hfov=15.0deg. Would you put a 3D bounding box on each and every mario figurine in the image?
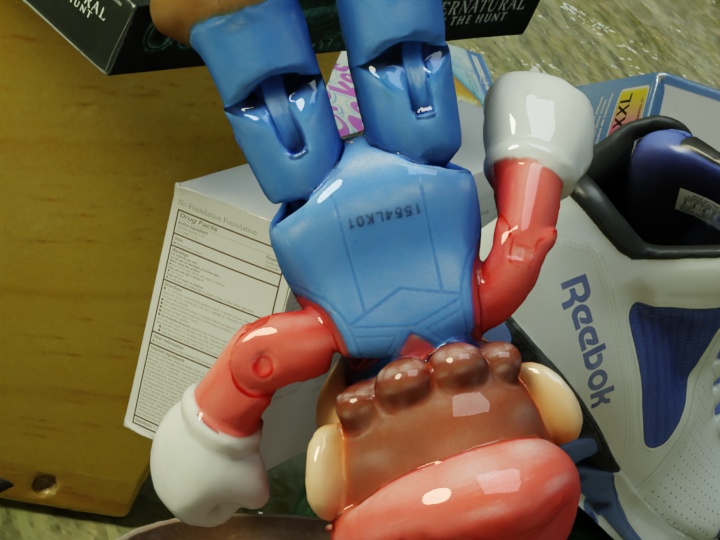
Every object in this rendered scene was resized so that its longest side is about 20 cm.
[{"bbox_3d":[0.002,0.004,0.765,0.123,0.201,0.106,-9,9,29],"label":"mario figurine"}]

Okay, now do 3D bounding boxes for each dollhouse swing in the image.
[{"bbox_3d":[-0.106,-0.052,0.947,0.181,0.200,0.176,12,30,-25],"label":"dollhouse swing"}]

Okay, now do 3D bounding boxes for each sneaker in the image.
[{"bbox_3d":[0.095,0.020,0.878,0.081,0.115,0.199,50,7,35],"label":"sneaker"}]

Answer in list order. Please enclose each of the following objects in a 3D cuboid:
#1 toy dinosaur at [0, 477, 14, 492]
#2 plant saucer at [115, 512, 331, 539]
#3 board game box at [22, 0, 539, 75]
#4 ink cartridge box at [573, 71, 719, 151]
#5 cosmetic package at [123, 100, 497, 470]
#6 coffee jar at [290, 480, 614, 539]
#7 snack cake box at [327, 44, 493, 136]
[{"bbox_3d":[-0.203,0.040,0.834,0.200,0.102,0.077,15,39,-41],"label":"toy dinosaur"},{"bbox_3d":[0.018,0.120,0.768,0.200,0.035,0.200,14,11,-3],"label":"plant saucer"},{"bbox_3d":[-0.048,-0.115,0.855,0.135,0.028,0.200,41,30,27],"label":"board game box"},{"bbox_3d":[0.138,-0.027,1.181,0.136,0.077,0.200,17,-7,-18],"label":"ink cartridge box"},{"bbox_3d":[0.000,0.000,0.894,0.051,0.083,0.200,23,20,22],"label":"cosmetic package"},{"bbox_3d":[0.067,0.132,0.904,0.104,0.085,0.200,14,28,-47],"label":"coffee jar"},{"bbox_3d":[0.009,-0.031,1.150,0.115,0.067,0.200,16,30,-21],"label":"snack cake box"}]
